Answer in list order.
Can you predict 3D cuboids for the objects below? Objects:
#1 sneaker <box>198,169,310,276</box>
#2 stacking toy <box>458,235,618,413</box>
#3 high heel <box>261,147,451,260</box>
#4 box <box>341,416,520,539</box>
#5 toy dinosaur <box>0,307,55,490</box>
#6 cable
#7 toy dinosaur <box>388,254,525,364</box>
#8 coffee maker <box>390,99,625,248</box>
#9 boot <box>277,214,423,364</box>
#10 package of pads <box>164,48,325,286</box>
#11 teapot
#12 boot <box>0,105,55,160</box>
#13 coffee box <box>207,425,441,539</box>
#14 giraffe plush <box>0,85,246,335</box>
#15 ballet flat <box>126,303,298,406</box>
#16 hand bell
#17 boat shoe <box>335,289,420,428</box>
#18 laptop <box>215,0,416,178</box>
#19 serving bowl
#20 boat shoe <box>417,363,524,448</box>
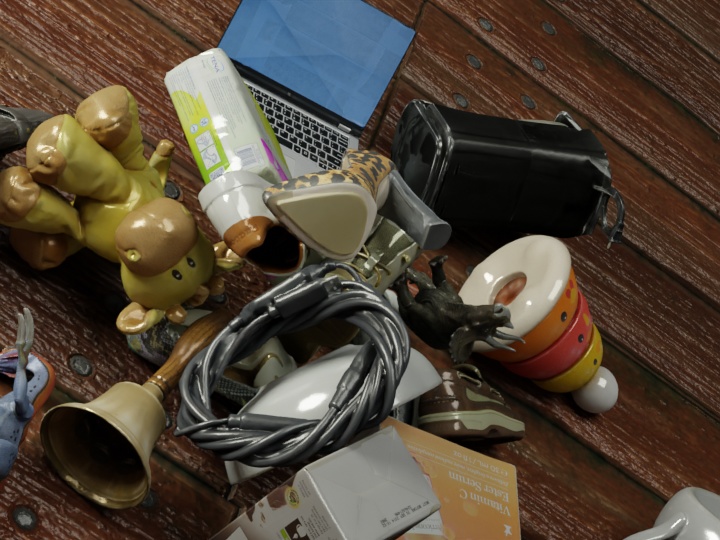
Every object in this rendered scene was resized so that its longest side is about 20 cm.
[{"bbox_3d":[-0.065,-0.026,1.536,0.200,0.073,0.085,9,49,-61],"label":"sneaker"},{"bbox_3d":[0.202,0.074,1.844,0.200,0.146,0.147,45,36,-28],"label":"stacking toy"},{"bbox_3d":[-0.032,-0.071,1.520,0.199,0.072,0.143,9,26,-42],"label":"high heel"},{"bbox_3d":[0.052,0.252,1.549,0.152,0.106,0.201,23,44,-25],"label":"box"},{"bbox_3d":[-0.297,0.131,1.403,0.181,0.104,0.201,-23,110,-62],"label":"toy dinosaur"},{"bbox_3d":[-0.056,0.087,1.414,0.163,0.199,0.051,55,-5,38],"label":"cable"},{"bbox_3d":[0.068,0.040,1.696,0.077,0.200,0.103,-30,100,-18],"label":"toy dinosaur"},{"bbox_3d":[0.153,-0.105,1.887,0.199,0.192,0.136,4,98,-25],"label":"coffee maker"},{"bbox_3d":[0.000,0.000,1.580,0.072,0.200,0.155,47,68,-1],"label":"boot"},{"bbox_3d":[-0.104,-0.094,1.654,0.200,0.068,0.155,62,3,-59],"label":"package of pads"},{"bbox_3d":[0.349,0.314,1.737,0.200,0.147,0.197,34,9,19],"label":"teapot"},{"bbox_3d":[-0.367,-0.110,1.511,0.199,0.070,0.174,3,11,11],"label":"boot"},{"bbox_3d":[-0.047,0.214,1.421,0.113,0.200,0.080,-20,74,-49],"label":"coffee box"},{"bbox_3d":[-0.194,-0.032,1.521,0.162,0.173,0.200,45,5,28],"label":"giraffe plush"},{"bbox_3d":[-0.109,0.078,1.588,0.200,0.072,0.072,25,43,-23],"label":"ballet flat"},{"bbox_3d":[-0.166,0.093,1.479,0.104,0.104,0.200,42,46,-4],"label":"hand bell"},{"bbox_3d":[0.007,0.091,1.682,0.060,0.076,0.201,20,34,-29],"label":"boat shoe"},{"bbox_3d":[-0.053,-0.188,1.829,0.187,0.116,0.201,26,43,-21],"label":"laptop"},{"bbox_3d":[-0.032,0.110,1.517,0.200,0.200,0.066,-22,85,-48],"label":"serving bowl"},{"bbox_3d":[0.106,0.124,1.676,0.202,0.074,0.075,25,57,-71],"label":"boat shoe"}]
